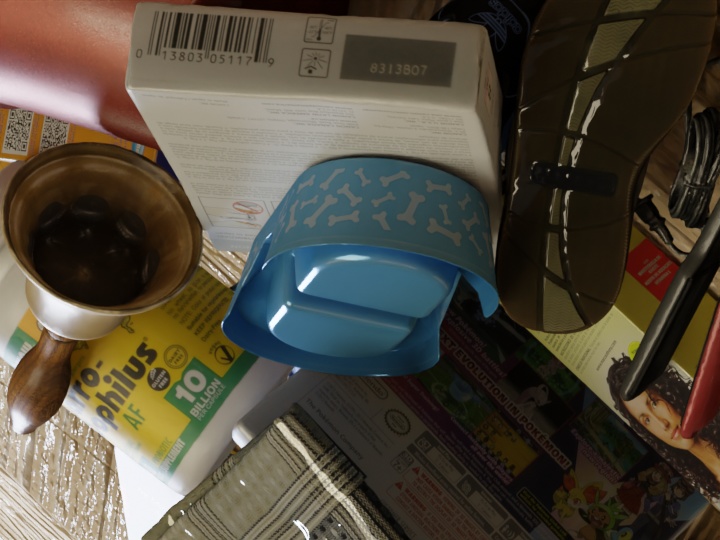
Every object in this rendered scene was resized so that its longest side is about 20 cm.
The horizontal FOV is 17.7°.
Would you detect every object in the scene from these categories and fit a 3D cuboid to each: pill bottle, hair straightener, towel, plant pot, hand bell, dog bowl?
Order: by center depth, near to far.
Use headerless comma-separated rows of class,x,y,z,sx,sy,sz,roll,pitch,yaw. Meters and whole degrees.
hair straightener,0.153,-0.020,1.072,0.077,0.041,0.201,29,128,25
dog bowl,0.000,0.000,1.123,0.111,0.050,0.200,12,159,-12
towel,-0.022,0.182,1.193,0.193,0.035,0.200,50,142,4
plant pot,-0.123,-0.153,1.207,0.195,0.201,0.201,24,140,26
hand bell,-0.159,0.033,1.236,0.104,0.104,0.200,44,141,12
pill bottle,-0.144,0.029,1.338,0.200,0.113,0.113,38,148,2

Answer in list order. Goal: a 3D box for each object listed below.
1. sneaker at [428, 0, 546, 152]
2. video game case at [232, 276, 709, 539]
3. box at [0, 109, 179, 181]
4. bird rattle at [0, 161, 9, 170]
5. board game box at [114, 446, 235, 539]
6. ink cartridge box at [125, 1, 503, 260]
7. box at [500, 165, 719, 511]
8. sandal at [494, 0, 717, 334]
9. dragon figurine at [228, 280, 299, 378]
sneaker,0.043,-0.086,1.150,0.070,0.078,0.200,46,149,9
video game case,0.062,0.102,1.222,0.200,0.182,0.023,46,151,9
box,-0.117,-0.066,1.352,0.200,0.119,0.042,12,90,49
bird rattle,-0.196,-0.039,1.529,0.200,0.112,0.164,180,75,-79
board game box,-0.083,0.210,1.654,0.200,0.057,0.166,32,145,30
ink cartridge box,-0.012,-0.060,1.102,0.162,0.057,0.200,4,164,10
box,0.138,0.029,1.175,0.200,0.050,0.075,43,148,14
sandal,0.110,-0.065,1.074,0.081,0.055,0.201,11,118,3
dragon figurine,-0.033,0.039,1.402,0.100,0.059,0.200,49,150,4
